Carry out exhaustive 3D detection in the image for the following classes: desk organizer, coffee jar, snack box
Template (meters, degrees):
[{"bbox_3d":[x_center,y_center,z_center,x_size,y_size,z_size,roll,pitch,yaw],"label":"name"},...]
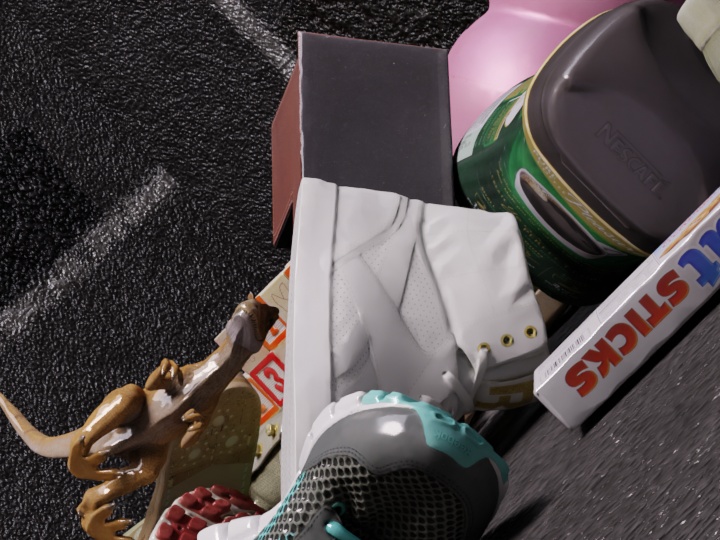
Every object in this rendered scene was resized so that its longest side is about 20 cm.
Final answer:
[{"bbox_3d":[0.000,0.000,1.324,0.077,0.071,0.201,116,157,-58],"label":"desk organizer"},{"bbox_3d":[0.108,-0.048,1.254,0.085,0.104,0.200,-46,2,-12],"label":"coffee jar"},{"bbox_3d":[0.141,-0.021,1.092,0.200,0.024,0.072,-45,-1,5],"label":"snack box"}]

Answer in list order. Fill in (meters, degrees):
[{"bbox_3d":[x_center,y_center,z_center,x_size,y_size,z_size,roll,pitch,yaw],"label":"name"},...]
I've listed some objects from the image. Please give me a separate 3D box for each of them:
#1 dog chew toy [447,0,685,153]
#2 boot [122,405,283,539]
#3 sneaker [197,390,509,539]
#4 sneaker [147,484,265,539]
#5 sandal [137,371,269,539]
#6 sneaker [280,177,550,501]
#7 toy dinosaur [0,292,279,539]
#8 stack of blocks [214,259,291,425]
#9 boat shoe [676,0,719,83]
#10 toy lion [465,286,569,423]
[{"bbox_3d":[0.112,-0.127,1.464,0.125,0.124,0.201,-96,22,-88],"label":"dog chew toy"},{"bbox_3d":[-0.067,0.139,1.634,0.200,0.072,0.155,-45,4,-36],"label":"boot"},{"bbox_3d":[-0.015,0.118,1.059,0.200,0.077,0.091,-49,14,48],"label":"sneaker"},{"bbox_3d":[-0.093,0.169,1.319,0.082,0.078,0.200,-45,1,43],"label":"sneaker"},{"bbox_3d":[-0.066,0.141,1.434,0.077,0.070,0.212,-22,-39,-23],"label":"sandal"},{"bbox_3d":[0.025,0.055,1.209,0.074,0.115,0.201,106,169,-62],"label":"sneaker"},{"bbox_3d":[-0.109,0.075,1.359,0.200,0.060,0.106,-25,23,35],"label":"toy dinosaur"},{"bbox_3d":[-0.025,0.060,1.744,0.059,0.115,0.200,-46,1,-43],"label":"stack of blocks"},{"bbox_3d":[0.195,-0.116,1.198,0.072,0.062,0.200,-44,-7,34],"label":"boat shoe"},{"bbox_3d":[0.020,0.068,1.490,0.200,0.069,0.192,-47,-4,-48],"label":"toy lion"}]
